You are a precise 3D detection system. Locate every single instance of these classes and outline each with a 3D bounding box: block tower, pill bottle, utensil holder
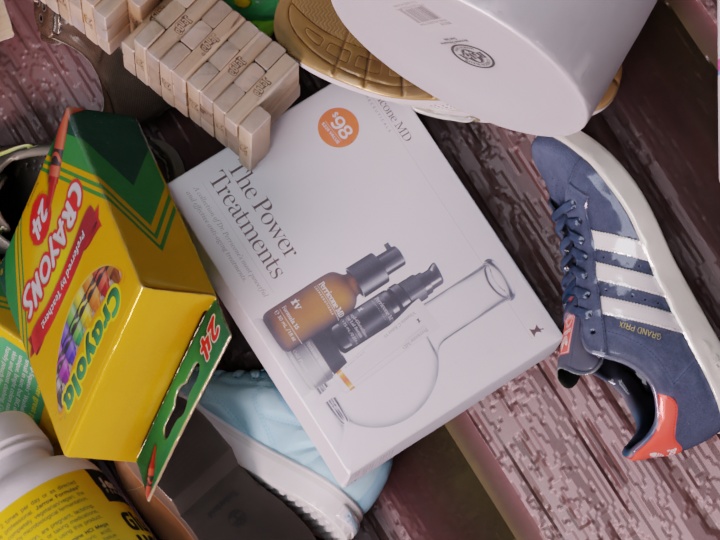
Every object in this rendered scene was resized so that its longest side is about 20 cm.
[{"bbox_3d":[-0.120,-0.145,1.570,0.200,0.054,0.058,40,74,12],"label":"block tower"},{"bbox_3d":[-0.168,0.181,1.582,0.113,0.112,0.200,-47,68,16],"label":"pill bottle"},{"bbox_3d":[0.098,-0.196,1.471,0.169,0.170,0.201,23,75,17],"label":"utensil holder"}]

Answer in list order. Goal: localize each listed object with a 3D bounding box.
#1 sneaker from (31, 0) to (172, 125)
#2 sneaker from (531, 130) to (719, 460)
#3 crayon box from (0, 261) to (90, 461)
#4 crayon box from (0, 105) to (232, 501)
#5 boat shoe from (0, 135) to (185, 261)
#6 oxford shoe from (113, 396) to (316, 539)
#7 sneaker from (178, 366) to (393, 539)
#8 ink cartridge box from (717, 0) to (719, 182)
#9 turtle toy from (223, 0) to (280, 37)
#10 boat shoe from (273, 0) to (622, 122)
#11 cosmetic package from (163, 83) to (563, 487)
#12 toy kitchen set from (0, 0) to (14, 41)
[{"bbox_3d":[-0.177,-0.177,1.661,0.075,0.070,0.201,-32,82,20],"label":"sneaker"},{"bbox_3d":[0.135,0.015,1.543,0.084,0.075,0.201,-28,82,-12],"label":"sneaker"},{"bbox_3d":[-0.232,0.058,1.678,0.200,0.052,0.126,33,132,16],"label":"crayon box"},{"bbox_3d":[-0.142,0.016,1.550,0.127,0.051,0.200,-63,35,29],"label":"crayon box"},{"bbox_3d":[-0.209,-0.044,1.685,0.201,0.060,0.073,-10,90,20],"label":"boat shoe"},{"bbox_3d":[-0.075,0.164,1.598,0.200,0.071,0.071,55,151,9],"label":"oxford shoe"},{"bbox_3d":[-0.064,0.088,1.647,0.199,0.074,0.082,30,68,23],"label":"sneaker"},{"bbox_3d":[0.259,-0.106,1.508,0.116,0.067,0.201,1,92,20],"label":"ink cartridge box"},{"bbox_3d":[-0.062,-0.234,1.598,0.145,0.101,0.201,1,93,20],"label":"turtle toy"},{"bbox_3d":[0.048,-0.116,1.567,0.199,0.069,0.071,13,76,4],"label":"boat shoe"},{"bbox_3d":[0.000,0.000,1.585,0.150,0.052,0.200,-32,81,-12],"label":"cosmetic package"},{"bbox_3d":[-0.317,-0.175,1.593,0.199,0.163,0.181,-20,121,-9],"label":"toy kitchen set"}]
